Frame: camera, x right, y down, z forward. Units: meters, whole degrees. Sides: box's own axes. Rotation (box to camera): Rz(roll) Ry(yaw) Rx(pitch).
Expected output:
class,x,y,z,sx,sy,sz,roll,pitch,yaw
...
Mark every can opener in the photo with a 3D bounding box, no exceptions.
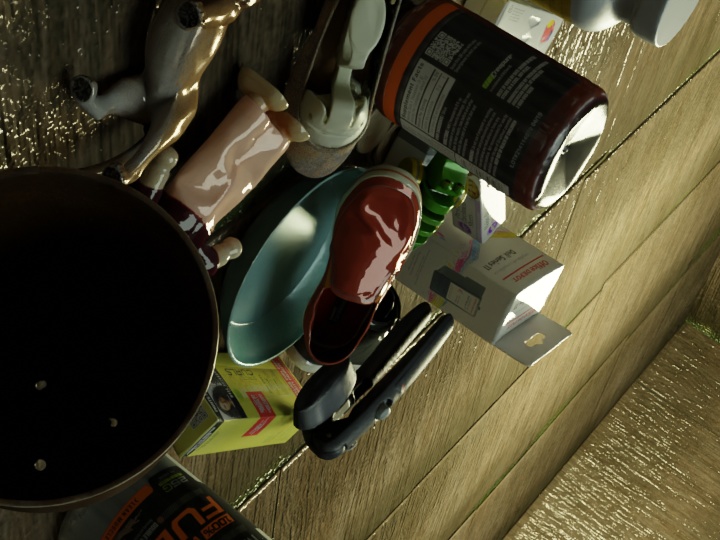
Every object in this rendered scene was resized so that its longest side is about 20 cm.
class,x,y,z,sx,sy,sz,roll,pitch,yaw
can opener,0.018,0.098,1.124,0.200,0.063,0.079,-37,152,-32

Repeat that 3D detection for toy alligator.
class,x,y,z,sx,sy,sz,roll,pitch,yaw
toy alligator,0.066,-0.071,1.047,0.059,0.054,0.200,15,136,-28

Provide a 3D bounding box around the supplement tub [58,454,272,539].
class,x,y,z,sx,sy,sz,roll,pitch,yaw
supplement tub,-0.143,0.247,1.025,0.123,0.200,0.123,-46,158,-25

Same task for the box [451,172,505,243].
class,x,y,z,sx,sy,sz,roll,pitch,yaw
box,0.108,-0.093,1.142,0.039,0.041,0.200,-47,158,-16

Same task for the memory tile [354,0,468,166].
class,x,y,z,sx,sy,sz,roll,pitch,yaw
memory tile,0.063,-0.180,1.106,0.201,0.017,0.153,-57,160,4

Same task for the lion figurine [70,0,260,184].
class,x,y,z,sx,sy,sz,roll,pitch,yaw
lion figurine,-0.106,-0.134,0.739,0.200,0.072,0.122,-49,177,25

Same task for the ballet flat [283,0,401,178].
class,x,y,z,sx,sy,sz,roll,pitch,yaw
ballet flat,-0.013,-0.148,0.897,0.067,0.068,0.201,-109,-150,-58

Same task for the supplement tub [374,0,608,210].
class,x,y,z,sx,sy,sz,roll,pitch,yaw
supplement tub,0.083,-0.139,0.946,0.107,0.200,0.107,-44,157,-24

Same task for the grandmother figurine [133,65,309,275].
class,x,y,z,sx,sy,sz,roll,pitch,yaw
grandmother figurine,-0.121,-0.040,0.855,0.200,0.060,0.121,-49,131,-11

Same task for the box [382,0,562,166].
class,x,y,z,sx,sy,sz,roll,pitch,yaw
box,0.103,-0.160,1.143,0.156,0.041,0.201,-11,133,-62

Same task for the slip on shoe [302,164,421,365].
class,x,y,z,sx,sy,sz,roll,pitch,yaw
slip on shoe,0.000,0.000,1.040,0.061,0.074,0.201,-87,-162,-56

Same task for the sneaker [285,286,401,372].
class,x,y,z,sx,sy,sz,roll,pitch,yaw
sneaker,0.014,0.049,1.224,0.099,0.071,0.200,-36,166,27

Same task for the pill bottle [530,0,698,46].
class,x,y,z,sx,sy,sz,roll,pitch,yaw
pill bottle,0.166,-0.256,0.956,0.112,0.200,0.112,-45,157,-25

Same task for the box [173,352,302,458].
class,x,y,z,sx,sy,sz,roll,pitch,yaw
box,-0.110,0.113,1.066,0.050,0.075,0.200,-41,162,13

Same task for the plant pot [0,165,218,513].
class,x,y,z,sx,sy,sz,roll,pitch,yaw
plant pot,-0.182,0.065,0.734,0.187,0.187,0.200,-47,173,-22

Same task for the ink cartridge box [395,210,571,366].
class,x,y,z,sx,sy,sz,roll,pitch,yaw
ink cartridge box,0.126,0.003,1.260,0.117,0.200,0.068,-27,145,-53

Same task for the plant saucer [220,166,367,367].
class,x,y,z,sx,sy,sz,roll,pitch,yaw
plant saucer,-0.060,-0.010,1.060,0.200,0.036,0.200,-46,157,-25
